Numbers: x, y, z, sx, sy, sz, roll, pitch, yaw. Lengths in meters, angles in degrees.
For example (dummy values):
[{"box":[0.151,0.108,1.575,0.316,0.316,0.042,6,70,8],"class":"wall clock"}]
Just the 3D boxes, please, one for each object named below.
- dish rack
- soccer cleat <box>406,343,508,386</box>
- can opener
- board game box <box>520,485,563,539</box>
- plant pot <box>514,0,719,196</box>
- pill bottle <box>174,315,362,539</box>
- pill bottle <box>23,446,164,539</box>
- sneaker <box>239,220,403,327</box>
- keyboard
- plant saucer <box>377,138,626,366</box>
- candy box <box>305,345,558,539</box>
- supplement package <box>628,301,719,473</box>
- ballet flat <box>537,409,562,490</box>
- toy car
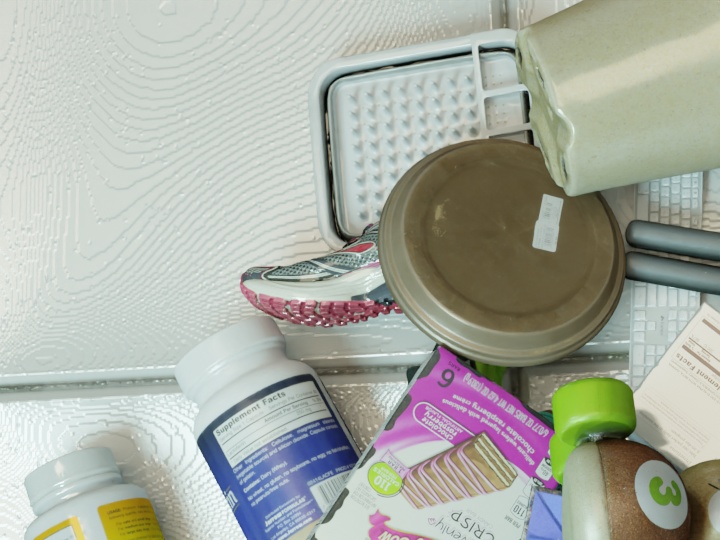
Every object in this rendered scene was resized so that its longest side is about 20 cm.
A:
[{"box":[0.060,-0.102,1.648,0.198,0.044,0.173,-8,78,13],"class":"dish rack"},{"box":[0.073,0.118,1.595,0.080,0.067,0.202,4,74,25],"class":"soccer cleat"},{"box":[0.302,-0.005,1.550,0.198,0.066,0.053,10,81,15],"class":"can opener"},{"box":[0.207,0.232,1.460,0.158,0.200,0.098,10,80,17],"class":"board game box"},{"box":[0.222,-0.146,1.511,0.182,0.201,0.202,-18,75,-3],"class":"plant pot"},{"box":[-0.065,0.144,1.594,0.115,0.116,0.201,-32,73,7],"class":"pill bottle"},{"box":[-0.206,0.250,1.614,0.109,0.109,0.201,-25,74,9],"class":"pill bottle"},{"box":[0.000,0.000,1.597,0.198,0.081,0.075,-7,73,11],"class":"sneaker"},{"box":[0.246,-0.003,1.596,0.056,0.011,0.202,0,79,15],"class":"keyboard"},{"box":[0.112,-0.021,1.541,0.198,0.030,0.202,4,61,-7],"class":"plant saucer"},{"box":[0.057,0.178,1.498,0.136,0.061,0.201,34,77,1],"class":"candy box"},{"box":[0.302,0.136,1.472,0.200,0.156,0.111,39,89,15],"class":"supplement package"},{"box":[0.118,0.207,1.561,0.067,0.062,0.202,14,77,-4],"class":"ballet flat"},{"box":[0.230,0.164,1.295,0.198,0.158,0.166,-5,65,2],"class":"toy car"}]
